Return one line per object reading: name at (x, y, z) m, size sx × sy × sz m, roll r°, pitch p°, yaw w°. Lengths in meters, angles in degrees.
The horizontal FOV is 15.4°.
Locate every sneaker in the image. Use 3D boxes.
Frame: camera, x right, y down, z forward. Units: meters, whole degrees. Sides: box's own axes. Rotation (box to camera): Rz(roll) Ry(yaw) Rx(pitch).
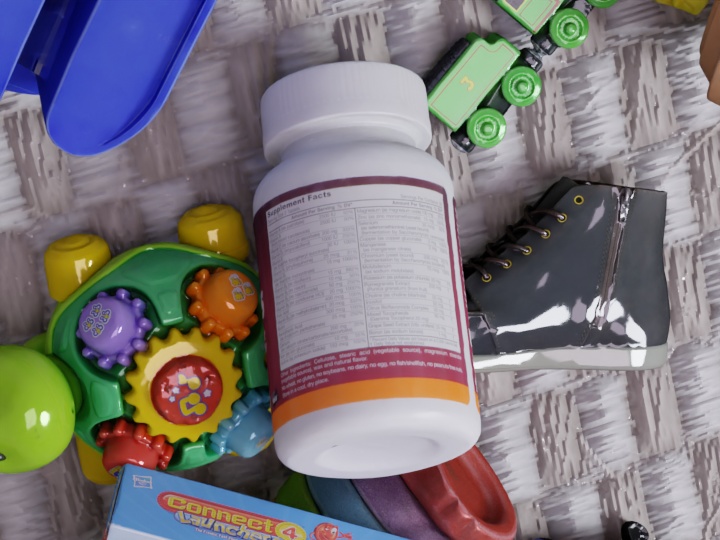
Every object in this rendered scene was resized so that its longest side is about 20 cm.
sneaker at (0.077, 0.000, 1.496) m, size 0.199 × 0.075 × 0.107 m, roll 0°, pitch 96°, yaw -17°

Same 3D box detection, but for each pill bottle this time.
pill bottle at (0.000, 0.000, 1.403) m, size 0.109 × 0.110 × 0.201 m, roll -1°, pitch 71°, yaw -15°

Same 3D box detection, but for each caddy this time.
caddy at (-0.145, -0.156, 1.318) m, size 0.141 × 0.105 × 0.201 m, roll 18°, pitch 125°, yaw -20°

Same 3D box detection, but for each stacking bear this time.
stacking bear at (-0.020, 0.165, 1.496) m, size 0.200 × 0.122 × 0.114 m, roll -40°, pitch 155°, yaw 12°

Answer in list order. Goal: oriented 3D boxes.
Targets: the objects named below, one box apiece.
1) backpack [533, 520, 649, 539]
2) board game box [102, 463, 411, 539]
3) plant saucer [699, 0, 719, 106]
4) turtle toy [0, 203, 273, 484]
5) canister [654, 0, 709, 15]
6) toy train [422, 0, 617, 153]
backpack at (0.124, 0.269, 1.529) m, size 0.153 × 0.200 × 0.192 m, roll 1°, pitch 113°, yaw -10°
board game box at (-0.059, 0.220, 1.437) m, size 0.199 × 0.056 × 0.197 m, roll 16°, pitch 121°, yaw -5°
plant saucer at (0.224, -0.183, 1.413) m, size 0.032 × 0.200 × 0.201 m, roll 24°, pitch 101°, yaw 7°
turtle toy at (-0.123, 0.056, 1.434) m, size 0.199 × 0.101 × 0.147 m, roll -13°, pitch 110°, yaw -11°
canister at (0.112, -0.240, 1.391) m, size 0.199 × 0.087 × 0.149 m, roll 22°, pitch 97°, yaw -5°
toy train at (0.106, -0.152, 1.466) m, size 0.056 × 0.042 × 0.200 m, roll 38°, pitch 94°, yaw -11°
